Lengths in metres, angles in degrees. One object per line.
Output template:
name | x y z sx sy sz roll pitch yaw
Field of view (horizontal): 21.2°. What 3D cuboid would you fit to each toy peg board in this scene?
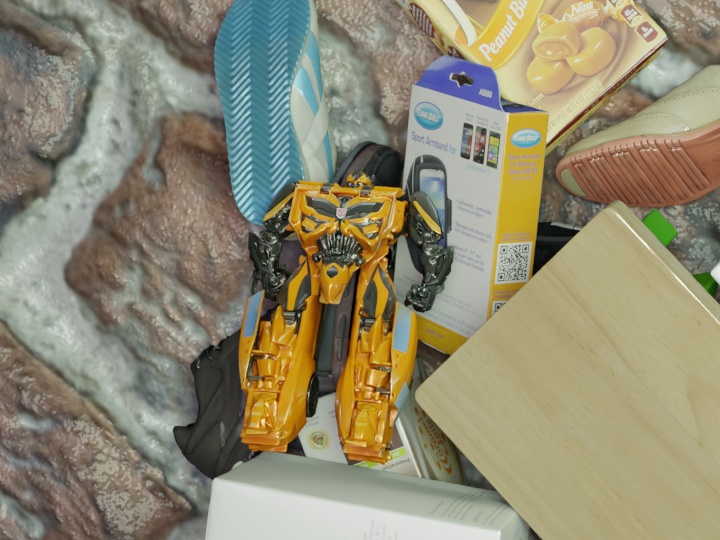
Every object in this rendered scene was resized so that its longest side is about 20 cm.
toy peg board | 0.178 0.079 1.234 0.200 0.098 0.199 47 123 5

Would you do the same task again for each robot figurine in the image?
robot figurine | -0.015 0.025 1.291 0.144 0.058 0.202 4 73 13

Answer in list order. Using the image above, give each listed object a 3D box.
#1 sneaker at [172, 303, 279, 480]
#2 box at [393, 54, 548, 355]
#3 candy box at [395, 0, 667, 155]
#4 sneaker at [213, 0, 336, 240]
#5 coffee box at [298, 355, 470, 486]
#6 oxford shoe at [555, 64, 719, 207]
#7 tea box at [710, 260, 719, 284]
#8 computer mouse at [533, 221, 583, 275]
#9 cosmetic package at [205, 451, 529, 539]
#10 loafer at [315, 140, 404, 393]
sneaker | -0.078 0.069 1.434 0.090 0.076 0.201 32 99 22
box | 0.074 -0.044 1.323 0.119 0.041 0.202 25 112 55
candy box | 0.104 -0.192 1.348 0.115 0.055 0.200 -41 83 -7
sneaker | -0.059 -0.119 1.413 0.076 0.081 0.202 -6 73 19
coffee box | 0.033 0.173 1.384 0.079 0.114 0.201 -22 87 17
oxford shoe | 0.231 -0.098 1.339 0.199 0.071 0.074 -12 51 26
tea box | 0.345 -0.033 1.229 0.134 0.200 0.197 42 105 10
computer mouse | 0.130 -0.026 1.376 0.199 0.046 0.142 0 101 28
cosmetic package | 0.005 0.181 1.277 0.198 0.113 0.082 7 96 17
loafer | 0.000 0.000 1.369 0.063 0.072 0.201 6 63 33
